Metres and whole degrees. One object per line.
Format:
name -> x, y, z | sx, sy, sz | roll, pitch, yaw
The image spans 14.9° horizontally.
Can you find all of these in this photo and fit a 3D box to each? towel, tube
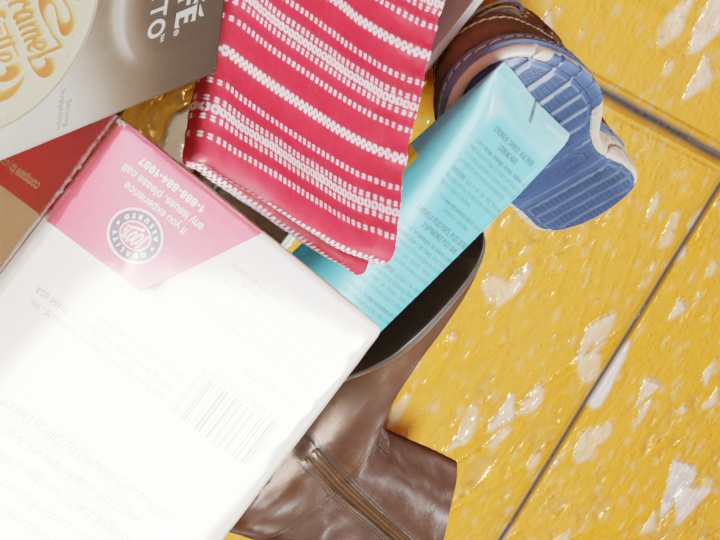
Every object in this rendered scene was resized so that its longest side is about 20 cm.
towel -> -0.004, -0.112, 1.031 | 0.145, 0.022, 0.200 | 33, 67, -57
tube -> 0.000, 0.000, 1.114 | 0.200, 0.050, 0.077 | -43, 154, 5

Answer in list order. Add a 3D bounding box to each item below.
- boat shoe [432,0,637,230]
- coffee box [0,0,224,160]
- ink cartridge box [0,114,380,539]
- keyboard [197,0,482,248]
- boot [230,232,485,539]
boat shoe -> 0.063, -0.074, 1.186 | 0.072, 0.072, 0.200 | -30, 160, 5
coffee box -> -0.137, -0.098, 0.878 | 0.200, 0.080, 0.114 | -27, 140, -39
ink cartridge box -> -0.114, 0.051, 1.009 | 0.146, 0.083, 0.200 | 39, 87, -34
keyboard -> 0.004, -0.088, 1.110 | 0.200, 0.056, 0.011 | -52, 148, -5
boot -> 0.017, 0.070, 1.276 | 0.186, 0.064, 0.200 | -42, 147, 4
